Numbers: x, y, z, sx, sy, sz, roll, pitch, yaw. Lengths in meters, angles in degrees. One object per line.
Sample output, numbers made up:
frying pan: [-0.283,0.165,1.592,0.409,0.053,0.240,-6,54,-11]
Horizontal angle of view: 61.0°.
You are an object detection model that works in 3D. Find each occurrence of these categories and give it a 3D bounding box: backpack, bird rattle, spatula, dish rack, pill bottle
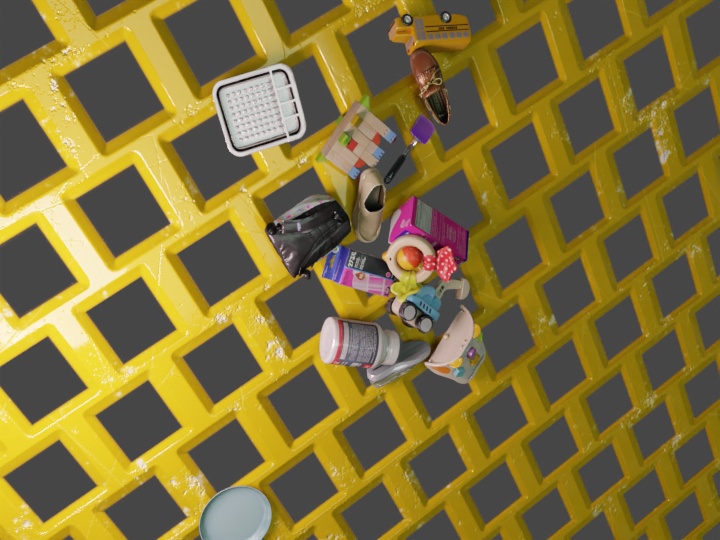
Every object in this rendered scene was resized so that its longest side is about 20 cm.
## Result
backpack: [-0.124,-0.101,1.498,0.198,0.126,0.169,-35,124,-10]
bird rattle: [0.143,-0.016,1.545,0.163,0.114,0.198,45,128,-15]
spatula: [0.123,-0.309,1.591,0.056,0.021,0.202,35,92,-11]
dish rack: [-0.237,-0.376,1.434,0.195,0.043,0.176,-20,110,-14]
pill bottle: [0.000,0.195,1.618,0.194,0.119,0.123,10,100,-21]

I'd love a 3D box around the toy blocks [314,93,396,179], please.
toy blocks: [-0.001,-0.313,1.516,0.135,0.100,0.202,31,102,-32]

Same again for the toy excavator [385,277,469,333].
toy excavator: [0.194,0.074,1.681,0.193,0.099,0.203,35,81,-25]

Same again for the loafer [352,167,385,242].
loafer: [0.024,-0.154,1.550,0.073,0.069,0.205,-8,124,-17]

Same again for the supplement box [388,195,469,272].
supplement box: [0.180,-0.089,1.605,0.197,0.101,0.106,29,50,-22]

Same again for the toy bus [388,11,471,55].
toy bus: [0.170,-0.583,1.507,0.194,0.065,0.081,-11,87,-17]

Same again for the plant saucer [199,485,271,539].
plant saucer: [-0.340,0.673,1.662,0.194,0.027,0.207,-5,105,-18]

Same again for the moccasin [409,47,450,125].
moccasin: [0.177,-0.455,1.522,0.072,0.079,0.204,-18,127,7]

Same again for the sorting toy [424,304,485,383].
sorting toy: [0.302,0.239,1.751,0.202,0.105,0.180,-55,137,-12]

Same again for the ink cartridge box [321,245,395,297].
ink cartridge box: [0.000,0.000,1.618,0.195,0.037,0.097,16,97,-21]

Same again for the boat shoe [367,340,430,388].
boat shoe: [0.107,0.260,1.711,0.195,0.073,0.063,-23,135,-10]
